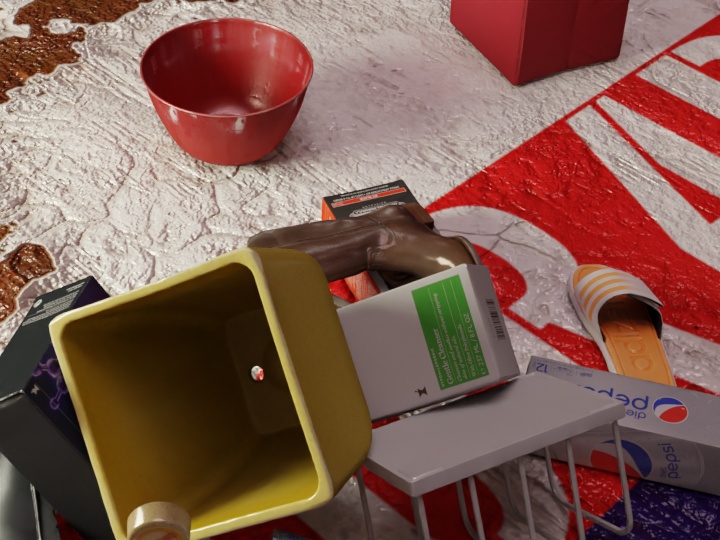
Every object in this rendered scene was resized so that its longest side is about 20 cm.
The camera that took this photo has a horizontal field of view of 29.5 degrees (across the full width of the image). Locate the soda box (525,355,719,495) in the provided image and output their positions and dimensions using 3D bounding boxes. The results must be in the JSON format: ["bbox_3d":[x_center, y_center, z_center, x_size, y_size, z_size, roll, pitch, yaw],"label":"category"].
[{"bbox_3d":[0.244,0.143,1.261,0.197,0.064,0.069,11,41,9],"label":"soda box"}]

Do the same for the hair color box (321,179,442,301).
[{"bbox_3d":[0.039,-0.005,1.415,0.100,0.062,0.201,-14,45,-20],"label":"hair color box"}]

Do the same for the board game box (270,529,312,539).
[{"bbox_3d":[-0.050,0.271,0.953,0.061,0.200,0.202,17,63,-7],"label":"board game box"}]

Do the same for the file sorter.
[{"bbox_3d":[0.110,0.182,1.140,0.198,0.126,0.138,-17,14,-21],"label":"file sorter"}]

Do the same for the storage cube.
[{"bbox_3d":[0.230,-0.373,1.747,0.169,0.181,0.200,-18,45,-22],"label":"storage cube"}]

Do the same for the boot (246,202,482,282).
[{"bbox_3d":[0.000,0.000,1.303,0.197,0.065,0.186,-10,29,-25],"label":"boot"}]

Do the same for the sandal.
[{"bbox_3d":[0.272,0.051,1.368,0.078,0.060,0.208,-7,43,-11],"label":"sandal"}]

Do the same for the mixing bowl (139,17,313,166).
[{"bbox_3d":[-0.154,-0.193,1.577,0.197,0.109,0.202,2,41,-2],"label":"mixing bowl"}]

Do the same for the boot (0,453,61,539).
[{"bbox_3d":[-0.336,0.219,1.132,0.166,0.077,0.201,-8,49,-18],"label":"boot"}]

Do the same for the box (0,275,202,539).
[{"bbox_3d":[-0.215,0.129,1.145,0.078,0.201,0.142,-17,32,33],"label":"box"}]

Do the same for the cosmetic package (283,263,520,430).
[{"bbox_3d":[0.030,0.075,1.219,0.198,0.085,0.109,-21,82,18],"label":"cosmetic package"}]

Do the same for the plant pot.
[{"bbox_3d":[-0.096,0.092,1.110,0.193,0.197,0.200,-19,-1,22],"label":"plant pot"}]

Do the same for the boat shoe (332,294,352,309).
[{"bbox_3d":[-0.069,0.061,1.334,0.198,0.076,0.072,16,46,27],"label":"boat shoe"}]

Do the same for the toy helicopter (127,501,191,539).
[{"bbox_3d":[-0.179,0.239,1.027,0.130,0.201,0.079,13,40,-15],"label":"toy helicopter"}]
